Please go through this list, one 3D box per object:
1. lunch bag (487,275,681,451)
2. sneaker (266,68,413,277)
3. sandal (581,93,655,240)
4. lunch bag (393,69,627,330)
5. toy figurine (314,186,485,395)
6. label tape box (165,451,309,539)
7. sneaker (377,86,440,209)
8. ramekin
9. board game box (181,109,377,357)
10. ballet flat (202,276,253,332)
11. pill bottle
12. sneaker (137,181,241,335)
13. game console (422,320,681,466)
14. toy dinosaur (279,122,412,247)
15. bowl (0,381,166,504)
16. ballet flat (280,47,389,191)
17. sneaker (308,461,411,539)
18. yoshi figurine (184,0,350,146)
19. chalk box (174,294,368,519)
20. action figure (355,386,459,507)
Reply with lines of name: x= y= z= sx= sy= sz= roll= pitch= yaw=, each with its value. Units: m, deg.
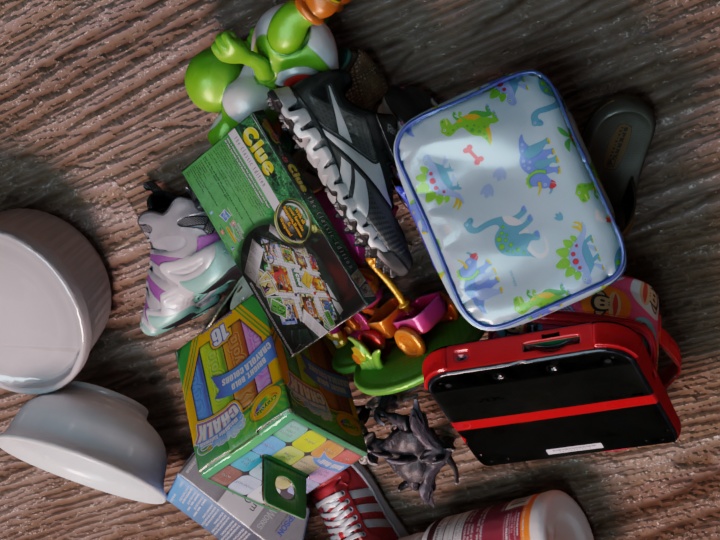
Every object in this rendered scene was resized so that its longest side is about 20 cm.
lunch bag: x=0.205 y=0.086 z=1.398 sx=0.175 sy=0.082 sz=0.200 roll=4 pitch=139 yaw=8
sneaker: x=0.004 y=-0.093 z=1.325 sx=0.090 sy=0.066 sz=0.200 roll=-31 pitch=83 yaw=-4
sandal: x=0.217 y=-0.057 z=1.339 sx=0.081 sy=0.055 sz=0.201 roll=6 pitch=121 yaw=-17
lunch bag: x=0.124 y=-0.057 z=1.286 sx=0.160 sy=0.082 sz=0.201 roll=-24 pitch=85 yaw=9
toy figurine: x=0.000 y=0.000 z=1.431 sx=0.200 sy=0.150 sz=0.184 roll=-5 pitch=122 yaw=53
label tape box: x=-0.111 y=0.273 z=1.651 sx=0.200 sy=0.063 sz=0.144 roll=38 pitch=158 yaw=1
sneaker: x=0.084 y=-0.078 z=1.395 sx=0.200 sy=0.080 sz=0.086 roll=45 pitch=132 yaw=2
ramekin: x=-0.361 y=0.026 z=1.640 sx=0.202 sy=0.094 sz=0.203 roll=11 pitch=121 yaw=18
board game box: x=-0.075 y=-0.032 z=1.365 sx=0.105 sy=0.023 sz=0.200 roll=-34 pitch=84 yaw=36
ballet flat: x=-0.118 y=0.052 z=1.563 sx=0.067 sy=0.062 sz=0.200 roll=39 pitch=126 yaw=3
pill bottle: x=0.131 y=0.302 z=1.562 sx=0.199 sy=0.114 sz=0.114 roll=-21 pitch=108 yaw=32
sneaker: x=-0.194 y=-0.025 z=1.558 sx=0.200 sy=0.078 sz=0.140 roll=-38 pitch=79 yaw=48
game console: x=0.170 y=0.113 z=1.357 sx=0.199 sy=0.031 sz=0.177 roll=-10 pitch=142 yaw=23
toy dinosaur: x=-0.052 y=-0.073 z=1.464 sx=0.106 sy=0.060 sz=0.200 roll=-25 pitch=106 yaw=32
bowl: x=-0.293 y=0.182 z=1.678 sx=0.200 sy=0.091 sz=0.201 roll=18 pitch=162 yaw=6
ballet flat: x=-0.045 y=-0.113 z=1.405 sx=0.065 sy=0.071 sz=0.200 roll=35 pitch=107 yaw=-22
sneaker: x=-0.017 y=0.279 z=1.617 sx=0.071 sy=0.113 sz=0.200 roll=-33 pitch=101 yaw=35
yoshi figurine: x=-0.096 y=-0.201 z=1.375 sx=0.112 sy=0.112 sz=0.200 roll=17 pitch=124 yaw=-34
chalk box: x=-0.084 y=0.145 z=1.486 sx=0.124 sy=0.200 sz=0.125 roll=-36 pitch=138 yaw=20
action figure: x=0.036 y=0.164 z=1.538 sx=0.199 sy=0.102 sz=0.119 roll=8 pitch=120 yaw=39
